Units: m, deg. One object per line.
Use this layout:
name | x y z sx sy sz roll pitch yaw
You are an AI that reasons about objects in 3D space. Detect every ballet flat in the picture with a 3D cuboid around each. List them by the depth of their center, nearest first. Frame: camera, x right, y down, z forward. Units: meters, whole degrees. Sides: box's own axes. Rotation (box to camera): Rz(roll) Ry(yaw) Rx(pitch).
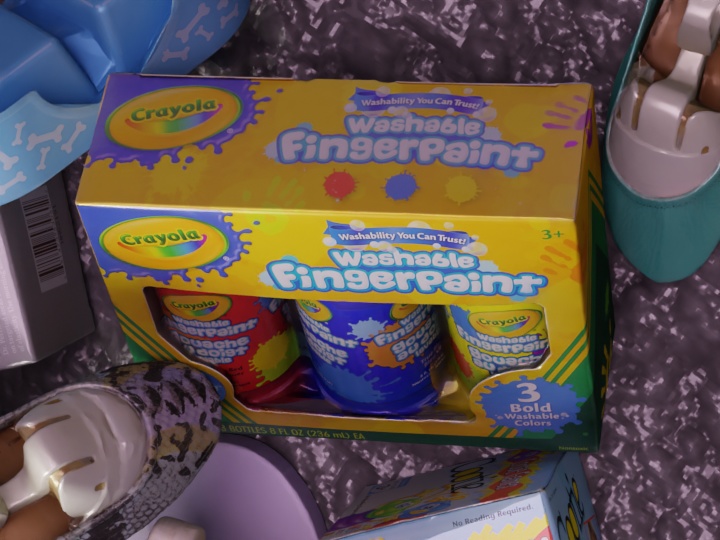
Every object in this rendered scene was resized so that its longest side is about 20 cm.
ballet flat | -0.141 0.091 0.952 0.200 0.072 0.072 -28 93 -16
ballet flat | 0.137 -0.091 0.994 0.067 0.070 0.201 20 103 21

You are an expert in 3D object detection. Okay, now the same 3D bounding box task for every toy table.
toy table | -0.088 0.182 1.062 0.183 0.117 0.201 4 100 11

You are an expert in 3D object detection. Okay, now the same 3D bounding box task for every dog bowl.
dog bowl | -0.129 -0.098 1.009 0.200 0.111 0.050 -40 133 -19

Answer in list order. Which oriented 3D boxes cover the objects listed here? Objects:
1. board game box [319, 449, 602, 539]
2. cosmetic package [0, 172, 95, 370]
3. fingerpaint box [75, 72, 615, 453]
board game box | 0.064 0.189 1.036 0.102 0.105 0.201 -14 95 14
cosmetic package | -0.234 0.005 1.083 0.199 0.090 0.108 -10 97 16
fingerpaint box | 0.000 0.000 0.989 0.199 0.074 0.167 3 144 11
